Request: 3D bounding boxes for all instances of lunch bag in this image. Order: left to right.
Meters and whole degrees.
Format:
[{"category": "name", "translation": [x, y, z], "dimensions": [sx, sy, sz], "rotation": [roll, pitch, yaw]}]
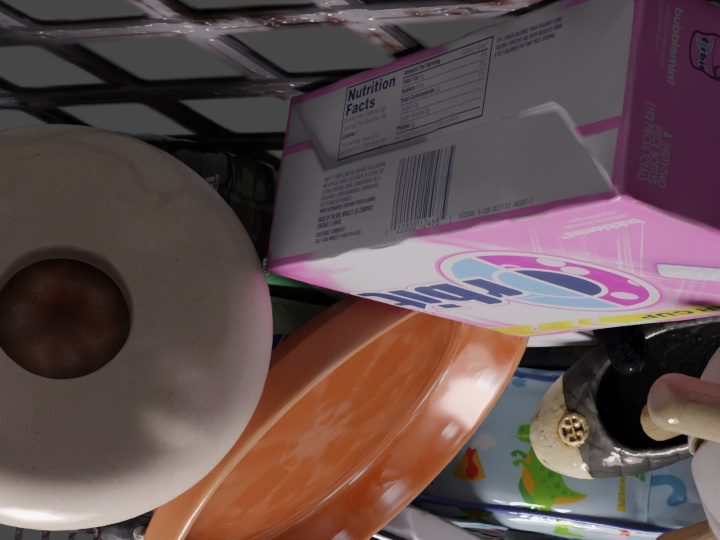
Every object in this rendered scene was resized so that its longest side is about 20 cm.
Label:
[{"category": "lunch bag", "translation": [0.102, 0.100, 0.939], "dimensions": [0.198, 0.083, 0.161], "rotation": [6, 167, 18]}]

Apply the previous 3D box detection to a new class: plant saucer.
[{"category": "plant saucer", "translation": [-0.012, 0.069, 0.750], "dimensions": [0.032, 0.200, 0.200], "rotation": [46, -176, 23]}]

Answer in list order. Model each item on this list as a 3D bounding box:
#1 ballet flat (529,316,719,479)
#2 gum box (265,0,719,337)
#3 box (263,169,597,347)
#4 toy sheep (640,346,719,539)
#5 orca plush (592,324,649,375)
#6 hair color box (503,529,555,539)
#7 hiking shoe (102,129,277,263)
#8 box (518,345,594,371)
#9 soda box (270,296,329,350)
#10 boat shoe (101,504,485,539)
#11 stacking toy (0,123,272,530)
[{"category": "ballet flat", "translation": [0.154, 0.044, 0.800], "dimensions": [0.199, 0.067, 0.057], "rotation": [-25, 172, 32]}, {"category": "gum box", "translation": [0.064, -0.026, 0.594], "dimensions": [0.113, 0.067, 0.199], "rotation": [16, 166, -31]}, {"category": "box", "translation": [0.000, 0.000, 0.840], "dimensions": [0.199, 0.037, 0.144], "rotation": [19, 164, -40]}, {"category": "toy sheep", "translation": [0.172, 0.064, 0.618], "dimensions": [0.198, 0.140, 0.137], "rotation": [9, 170, -33]}, {"category": "orca plush", "translation": [0.123, 0.007, 0.707], "dimensions": [0.105, 0.072, 0.199], "rotation": [16, 165, -38]}, {"category": "hair color box", "translation": [0.129, 0.173, 1.029], "dimensions": [0.098, 0.061, 0.200], "rotation": [3, -171, 6]}, {"category": "hiking shoe", "translation": [-0.127, -0.024, 0.755], "dimensions": [0.199, 0.077, 0.100], "rotation": [-17, 146, 43]}, {"category": "box", "translation": [0.190, 0.049, 0.941], "dimensions": [0.198, 0.040, 0.137], "rotation": [2, 166, 24]}, {"category": "soda box", "translation": [-0.032, 0.061, 0.908], "dimensions": [0.063, 0.069, 0.200], "rotation": [10, 170, 6]}, {"category": "boat shoe", "translation": [-0.025, 0.134, 0.870], "dimensions": [0.198, 0.069, 0.074], "rotation": [20, 167, -13]}, {"category": "stacking toy", "translation": [-0.115, 0.052, 0.688], "dimensions": [0.144, 0.148, 0.200], "rotation": [9, 153, -7]}]
